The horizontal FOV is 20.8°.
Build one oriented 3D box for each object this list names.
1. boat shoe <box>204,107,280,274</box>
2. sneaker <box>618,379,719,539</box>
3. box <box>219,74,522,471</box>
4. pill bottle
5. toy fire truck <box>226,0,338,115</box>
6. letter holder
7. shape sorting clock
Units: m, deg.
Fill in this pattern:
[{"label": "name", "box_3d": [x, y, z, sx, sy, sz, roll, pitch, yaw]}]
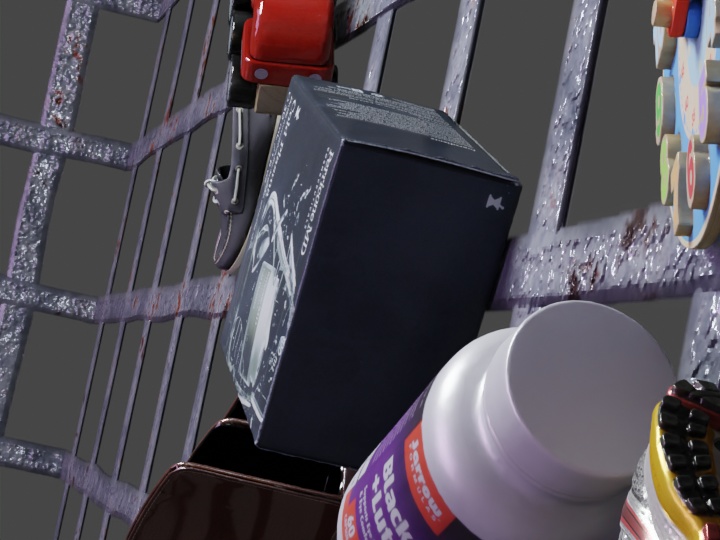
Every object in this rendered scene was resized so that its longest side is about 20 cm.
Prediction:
[{"label": "boat shoe", "box_3d": [-0.124, -0.093, 1.953, 0.073, 0.062, 0.201, -107, 33, -64]}, {"label": "sneaker", "box_3d": [0.132, 0.135, 0.723, 0.200, 0.077, 0.082, -79, 6, -51]}, {"label": "box", "box_3d": [0.000, 0.000, 1.257, 0.197, 0.123, 0.201, -126, 50, -70]}, {"label": "pill bottle", "box_3d": [0.069, 0.095, 0.910, 0.200, 0.111, 0.112, 124, 155, -56]}, {"label": "toy fire truck", "box_3d": [-0.043, -0.255, 1.706, 0.177, 0.128, 0.201, -92, 10, -46]}, {"label": "letter holder", "box_3d": [-0.098, 0.170, 1.447, 0.200, 0.141, 0.101, 117, 160, -47]}, {"label": "shape sorting clock", "box_3d": [0.147, -0.109, 0.853, 0.200, 0.039, 0.201, 5, -90, -87]}]
